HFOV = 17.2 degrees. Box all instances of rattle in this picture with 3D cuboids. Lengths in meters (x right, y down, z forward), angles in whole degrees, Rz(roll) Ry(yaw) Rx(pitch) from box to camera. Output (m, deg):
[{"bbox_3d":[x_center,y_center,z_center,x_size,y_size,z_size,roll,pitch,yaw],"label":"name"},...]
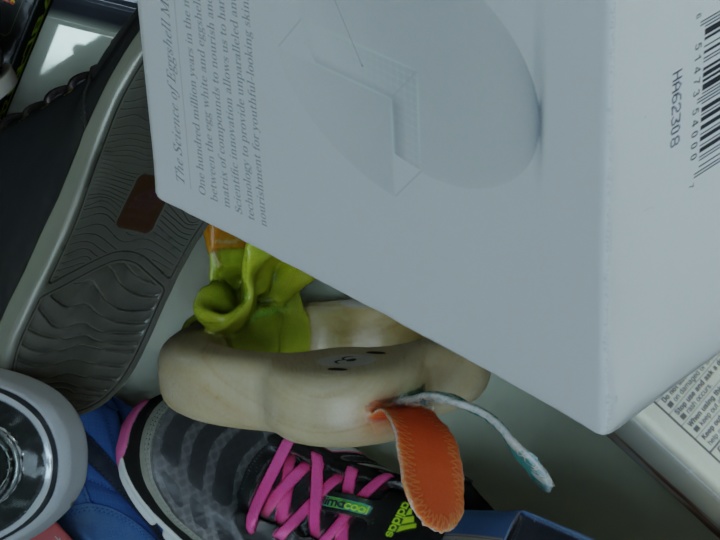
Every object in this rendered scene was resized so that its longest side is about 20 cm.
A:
[{"bbox_3d":[0.000,0.000,0.855,0.130,0.200,0.143,12,94,-15],"label":"rattle"}]

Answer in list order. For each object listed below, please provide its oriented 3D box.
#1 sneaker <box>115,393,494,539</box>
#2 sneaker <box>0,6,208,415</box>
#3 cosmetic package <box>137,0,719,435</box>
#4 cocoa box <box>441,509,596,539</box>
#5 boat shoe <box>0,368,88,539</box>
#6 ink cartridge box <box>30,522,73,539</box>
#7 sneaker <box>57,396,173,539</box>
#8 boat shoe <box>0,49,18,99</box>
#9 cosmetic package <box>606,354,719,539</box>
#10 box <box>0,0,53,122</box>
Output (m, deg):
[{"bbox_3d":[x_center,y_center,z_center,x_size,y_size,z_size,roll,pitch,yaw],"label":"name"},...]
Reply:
[{"bbox_3d":[0.000,0.100,0.938,0.200,0.087,0.074,31,67,-9],"label":"sneaker"},{"bbox_3d":[-0.095,-0.055,0.875,0.075,0.106,0.200,22,105,-41],"label":"sneaker"},{"bbox_3d":[0.036,-0.094,0.717,0.200,0.123,0.200,27,134,36],"label":"cosmetic package"},{"bbox_3d":[0.108,0.179,0.837,0.200,0.133,0.131,24,82,-4],"label":"cocoa box"},{"bbox_3d":[-0.196,0.071,0.840,0.199,0.068,0.074,1,94,19],"label":"boat shoe"},{"bbox_3d":[-0.212,0.086,0.941,0.200,0.067,0.117,45,134,11],"label":"ink cartridge box"},{"bbox_3d":[-0.146,0.056,0.973,0.200,0.078,0.066,50,145,5],"label":"sneaker"},{"bbox_3d":[-0.226,-0.073,0.877,0.200,0.073,0.063,-6,113,14],"label":"boat shoe"},{"bbox_3d":[0.150,0.044,0.897,0.200,0.087,0.103,44,83,-8],"label":"cosmetic package"},{"bbox_3d":[-0.213,-0.137,0.915,0.200,0.048,0.193,24,107,-2],"label":"box"}]
